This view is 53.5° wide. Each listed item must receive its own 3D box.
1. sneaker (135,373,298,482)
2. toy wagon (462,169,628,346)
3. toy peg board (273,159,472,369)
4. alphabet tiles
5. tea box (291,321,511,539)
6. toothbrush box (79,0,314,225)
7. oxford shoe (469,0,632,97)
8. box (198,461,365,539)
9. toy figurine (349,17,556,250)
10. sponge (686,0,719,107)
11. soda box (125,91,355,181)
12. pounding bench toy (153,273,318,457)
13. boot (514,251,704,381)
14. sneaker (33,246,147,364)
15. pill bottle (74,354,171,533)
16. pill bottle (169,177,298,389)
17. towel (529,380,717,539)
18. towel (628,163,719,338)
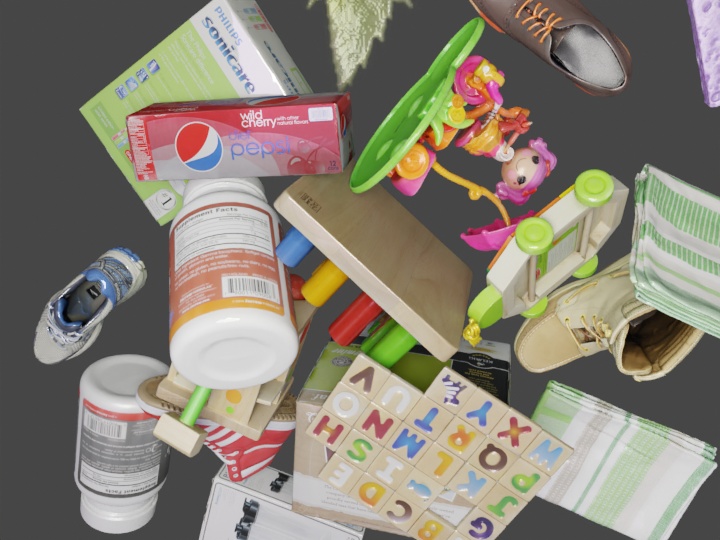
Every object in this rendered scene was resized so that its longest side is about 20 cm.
[{"bbox_3d":[-0.176,0.189,0.846,0.199,0.071,0.113,14,120,-26],"label":"sneaker"},{"bbox_3d":[0.167,-0.008,0.669,0.200,0.155,0.040,-37,62,-7],"label":"toy wagon"},{"bbox_3d":[0.000,0.000,0.699,0.199,0.200,0.098,42,113,-4],"label":"toy peg board"},{"bbox_3d":[0.058,0.163,0.636,0.199,0.008,0.168,33,113,-2],"label":"alphabet tiles"},{"bbox_3d":[0.049,0.159,0.747,0.199,0.197,0.134,9,111,10],"label":"tea box"},{"bbox_3d":[-0.161,-0.164,0.740,0.199,0.086,0.146,-30,101,22],"label":"toothbrush box"},{"bbox_3d":[0.168,-0.232,0.647,0.200,0.073,0.071,35,114,-1],"label":"oxford shoe"},{"bbox_3d":[-0.098,0.326,0.914,0.199,0.060,0.117,18,112,6],"label":"box"},{"bbox_3d":[0.120,-0.106,0.696,0.184,0.150,0.200,36,89,-16],"label":"toy figurine"},{"bbox_3d":[0.344,-0.255,0.623,0.111,0.030,0.201,-14,106,17],"label":"sponge"},{"bbox_3d":[-0.109,-0.124,0.660,0.199,0.070,0.064,-1,113,10],"label":"soda box"},{"bbox_3d":[-0.135,0.084,0.761,0.124,0.200,0.157,23,113,4],"label":"pounding bench toy"},{"bbox_3d":[0.234,0.062,0.692,0.200,0.156,0.073,-34,99,22],"label":"boot"},{"bbox_3d":[-0.347,0.051,0.859,0.077,0.085,0.200,44,113,-5],"label":"sneaker"},{"bbox_3d":[-0.294,0.217,0.890,0.115,0.116,0.201,16,112,7],"label":"pill bottle"},{"bbox_3d":[-0.123,0.000,0.670,0.111,0.201,0.112,-7,141,-6],"label":"pill bottle"},{"bbox_3d":[0.277,0.224,0.809,0.199,0.031,0.150,22,112,5],"label":"towel"},{"bbox_3d":[0.309,-0.013,0.628,0.152,0.200,0.023,25,131,3],"label":"towel"}]
